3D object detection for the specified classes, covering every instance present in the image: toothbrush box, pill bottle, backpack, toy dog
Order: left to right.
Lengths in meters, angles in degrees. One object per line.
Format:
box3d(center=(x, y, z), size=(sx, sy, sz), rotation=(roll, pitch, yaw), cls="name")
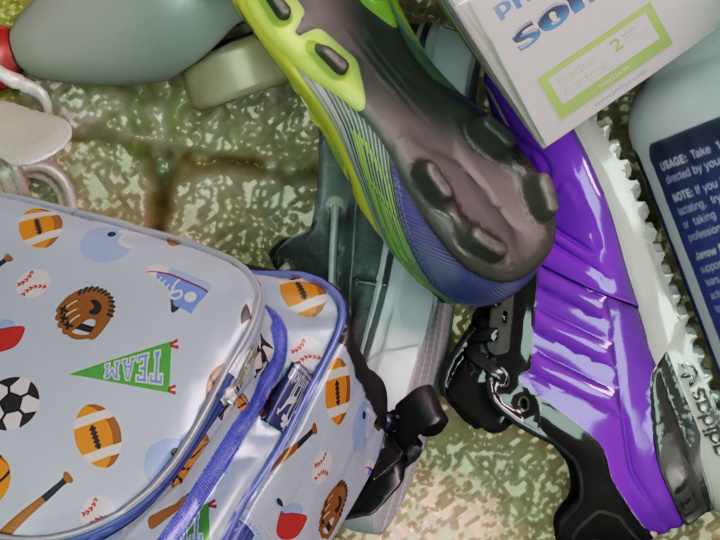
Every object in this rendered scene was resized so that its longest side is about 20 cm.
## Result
box3d(center=(-0.111, -0.090, 1.096), size=(0.200, 0.096, 0.132), rotation=(-38, 90, 2), cls="toy dog")
box3d(center=(-0.100, 0.076, 1.013), size=(0.199, 0.154, 0.191), rotation=(12, 68, 27), cls="backpack")
box3d(center=(0.068, -0.164, 1.039), size=(0.145, 0.200, 0.086), rotation=(-35, 135, 2), cls="toothbrush box")
box3d(center=(0.168, -0.032, 1.078), size=(0.115, 0.116, 0.201), rotation=(-21, 91, 2), cls="pill bottle")

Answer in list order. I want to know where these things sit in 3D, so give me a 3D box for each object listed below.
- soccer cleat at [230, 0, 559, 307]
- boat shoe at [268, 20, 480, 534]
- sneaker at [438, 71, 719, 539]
box3d(center=(-0.006, -0.070, 1.045), size=(0.065, 0.084, 0.200), rotation=(-35, 88, -27), cls="soccer cleat")
box3d(center=(0.000, 0.000, 1.116), size=(0.071, 0.072, 0.201), rotation=(8, 81, 10), cls="boat shoe")
box3d(center=(0.071, 0.015, 1.105), size=(0.099, 0.070, 0.201), rotation=(-22, 90, 2), cls="sneaker")
